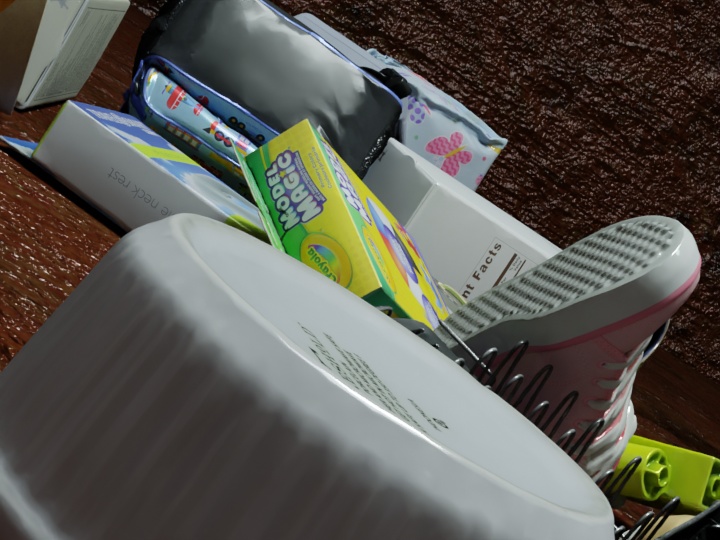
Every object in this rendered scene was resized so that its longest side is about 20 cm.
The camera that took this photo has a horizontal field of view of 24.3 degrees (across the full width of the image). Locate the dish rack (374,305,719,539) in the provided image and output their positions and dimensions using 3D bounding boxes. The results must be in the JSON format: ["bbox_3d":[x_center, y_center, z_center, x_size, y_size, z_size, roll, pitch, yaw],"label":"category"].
[{"bbox_3d":[0.056,0.079,0.692,0.200,0.055,0.153,45,28,22],"label":"dish rack"}]

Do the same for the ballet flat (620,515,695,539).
[{"bbox_3d":[0.163,0.163,0.888,0.062,0.069,0.200,6,-9,24],"label":"ballet flat"}]

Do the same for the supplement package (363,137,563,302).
[{"bbox_3d":[0.080,0.017,1.202,0.199,0.120,0.121,32,9,-23],"label":"supplement package"}]

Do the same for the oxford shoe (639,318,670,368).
[{"bbox_3d":[0.184,0.026,1.113,0.071,0.073,0.200,47,39,-8],"label":"oxford shoe"}]

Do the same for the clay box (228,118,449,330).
[{"bbox_3d":[0.000,0.000,0.931,0.116,0.047,0.200,66,10,29],"label":"clay box"}]

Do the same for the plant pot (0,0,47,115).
[{"bbox_3d":[-0.274,-0.213,0.986,0.198,0.189,0.187,18,10,-14],"label":"plant pot"}]

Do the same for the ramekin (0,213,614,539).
[{"bbox_3d":[-0.014,0.065,0.496,0.201,0.095,0.202,34,6,-4],"label":"ramekin"}]

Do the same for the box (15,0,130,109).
[{"bbox_3d":[-0.231,-0.177,1.203,0.077,0.095,0.200,32,5,-4],"label":"box"}]

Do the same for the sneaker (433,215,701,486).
[{"bbox_3d":[0.111,0.047,0.791,0.105,0.075,0.200,51,-33,-6],"label":"sneaker"}]

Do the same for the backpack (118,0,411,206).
[{"bbox_3d":[-0.085,-0.100,1.182,0.182,0.135,0.200,34,-22,-9],"label":"backpack"}]

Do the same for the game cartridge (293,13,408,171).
[{"bbox_3d":[-0.020,-0.089,1.283,0.041,0.202,0.133,-28,47,-33],"label":"game cartridge"}]

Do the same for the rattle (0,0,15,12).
[{"bbox_3d":[-0.227,-0.147,0.832,0.129,0.144,0.200,13,17,-12],"label":"rattle"}]

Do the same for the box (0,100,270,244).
[{"bbox_3d":[-0.106,-0.036,0.996,0.199,0.048,0.122,36,6,9],"label":"box"}]

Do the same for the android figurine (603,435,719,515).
[{"bbox_3d":[0.188,0.133,1.037,0.199,0.042,0.181,11,-11,41],"label":"android figurine"}]

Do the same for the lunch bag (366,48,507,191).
[{"bbox_3d":[0.014,-0.094,1.483,0.126,0.171,0.200,27,12,-24],"label":"lunch bag"}]

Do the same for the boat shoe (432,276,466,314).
[{"bbox_3d":[0.034,0.038,1.062,0.202,0.072,0.060,46,10,33],"label":"boat shoe"}]
